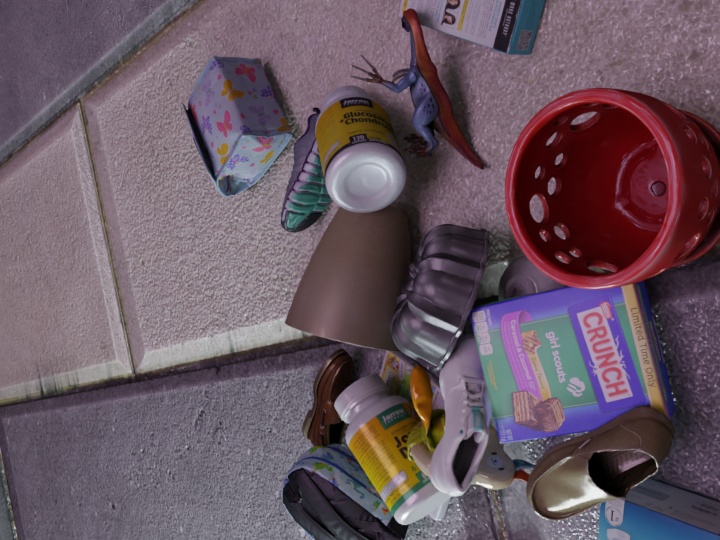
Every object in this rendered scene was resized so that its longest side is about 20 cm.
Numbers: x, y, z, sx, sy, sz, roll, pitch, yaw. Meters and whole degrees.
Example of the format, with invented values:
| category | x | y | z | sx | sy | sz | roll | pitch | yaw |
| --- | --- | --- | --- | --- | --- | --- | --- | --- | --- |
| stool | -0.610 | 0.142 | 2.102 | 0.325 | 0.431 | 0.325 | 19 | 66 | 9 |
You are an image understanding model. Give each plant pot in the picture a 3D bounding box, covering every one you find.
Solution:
| category | x | y | z | sx | sy | sz | roll | pitch | yaw |
| --- | --- | --- | --- | --- | --- | --- | --- | --- | --- |
| plant pot | 0.283 | -0.089 | 0.867 | 0.200 | 0.182 | 0.201 | 11 | 105 | 45 |
| plant pot | 0.000 | 0.000 | 1.203 | 0.187 | 0.187 | 0.201 | 12 | 91 | 45 |

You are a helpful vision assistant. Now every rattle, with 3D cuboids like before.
| category | x | y | z | sx | sy | sz | roll | pitch | yaw |
| --- | --- | --- | --- | --- | --- | --- | --- | --- | --- |
| rattle | 0.162 | 0.212 | 1.071 | 0.200 | 0.130 | 0.143 | 20 | 110 | 32 |

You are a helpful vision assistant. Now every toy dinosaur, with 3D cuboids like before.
| category | x | y | z | sx | sy | sz | roll | pitch | yaw |
| --- | --- | --- | --- | --- | --- | --- | --- | --- | --- |
| toy dinosaur | 0.093 | -0.253 | 1.108 | 0.199 | 0.105 | 0.182 | 14 | 120 | 9 |

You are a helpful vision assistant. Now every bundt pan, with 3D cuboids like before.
| category | x | y | z | sx | sy | sz | roll | pitch | yaw |
| --- | --- | --- | --- | --- | --- | --- | --- | --- | --- |
| bundt pan | 0.096 | 0.028 | 1.074 | 0.076 | 0.202 | 0.202 | 20 | 118 | -2 |

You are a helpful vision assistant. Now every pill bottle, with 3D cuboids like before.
| category | x | y | z | sx | sy | sz | roll | pitch | yaw |
| --- | --- | --- | --- | --- | --- | --- | --- | --- | --- |
| pill bottle | 0.048 | 0.255 | 1.193 | 0.200 | 0.113 | 0.113 | 54 | 131 | 26 |
| pill bottle | -0.005 | -0.181 | 1.167 | 0.200 | 0.112 | 0.112 | -103 | 34 | -48 |

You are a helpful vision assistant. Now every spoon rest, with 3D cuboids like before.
| category | x | y | z | sx | sy | sz | roll | pitch | yaw |
| --- | --- | --- | --- | --- | --- | --- | --- | --- | --- |
| spoon rest | 0.209 | 0.076 | 1.077 | 0.099 | 0.061 | 0.201 | 25 | 101 | 40 |

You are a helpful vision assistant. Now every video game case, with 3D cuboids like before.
| category | x | y | z | sx | sy | sz | roll | pitch | yaw |
| --- | --- | --- | --- | --- | --- | --- | --- | --- | --- |
| video game case | 0.084 | 0.248 | 1.252 | 0.182 | 0.023 | 0.201 | 34 | 121 | 38 |

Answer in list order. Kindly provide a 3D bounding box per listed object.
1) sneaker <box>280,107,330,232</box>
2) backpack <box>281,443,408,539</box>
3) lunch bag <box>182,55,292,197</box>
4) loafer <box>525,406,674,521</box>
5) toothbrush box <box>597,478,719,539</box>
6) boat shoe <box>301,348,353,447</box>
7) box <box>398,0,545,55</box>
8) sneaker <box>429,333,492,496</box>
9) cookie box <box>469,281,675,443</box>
| category | x | y | z | sx | sy | sz | roll | pitch | yaw |
| --- | --- | --- | --- | --- | --- | --- | --- | --- | --- |
| sneaker | -0.085 | -0.162 | 1.336 | 0.088 | 0.074 | 0.200 | 46 | 117 | 44 |
| backpack | -0.031 | 0.373 | 1.305 | 0.200 | 0.154 | 0.163 | 28 | 127 | 0 |
| lunch bag | -0.229 | -0.243 | 1.426 | 0.200 | 0.127 | 0.170 | -42 | 64 | 49 |
| loafer | 0.258 | 0.224 | 0.914 | 0.076 | 0.067 | 0.200 | 42 | 121 | 1 |
| toothbrush box | 0.354 | 0.357 | 0.939 | 0.146 | 0.085 | 0.201 | 10 | 103 | 46 |
| boat shoe | -0.038 | 0.218 | 1.348 | 0.068 | 0.072 | 0.200 | 40 | 133 | 30 |
| box | 0.141 | -0.347 | 1.070 | 0.200 | 0.049 | 0.083 | 33 | 120 | 38 |
| sneaker | 0.135 | 0.176 | 1.003 | 0.088 | 0.075 | 0.201 | 129 | 151 | -79 |
| cookie box | 0.250 | 0.105 | 0.975 | 0.200 | 0.075 | 0.172 | -15 | 85 | 27 |
